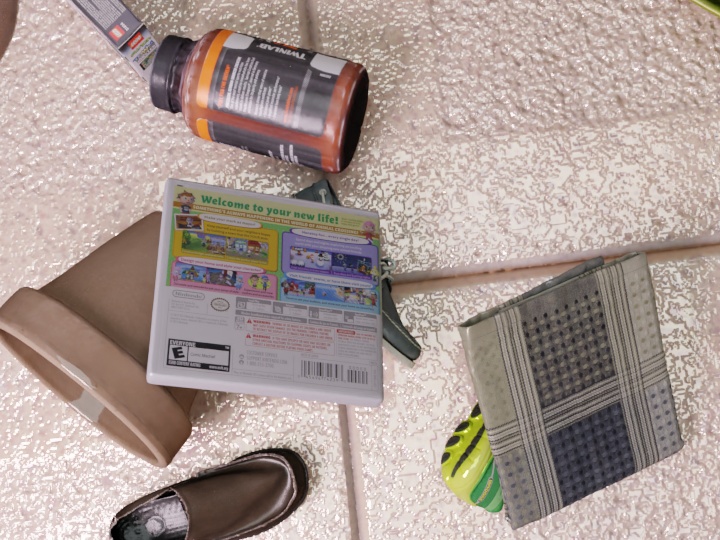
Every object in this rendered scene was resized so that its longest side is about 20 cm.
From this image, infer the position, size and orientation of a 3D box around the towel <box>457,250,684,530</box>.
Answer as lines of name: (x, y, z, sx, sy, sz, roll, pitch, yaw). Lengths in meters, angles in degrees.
towel: (0.184, 0.099, 0.845, 0.190, 0.034, 0.203, -20, 107, -16)

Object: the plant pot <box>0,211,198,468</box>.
plant pot: (-0.200, 0.047, 0.881, 0.199, 0.201, 0.176, 33, 67, 9)

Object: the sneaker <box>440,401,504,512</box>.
sneaker: (0.154, 0.132, 0.889, 0.200, 0.074, 0.084, -47, 114, -10)

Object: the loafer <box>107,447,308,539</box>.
loafer: (-0.140, 0.221, 0.891, 0.197, 0.071, 0.074, -23, 80, 1)

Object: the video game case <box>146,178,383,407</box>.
video game case: (-0.076, 0.018, 0.835, 0.196, 0.022, 0.185, 8, 61, -16)

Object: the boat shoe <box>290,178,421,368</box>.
boat shoe: (0.000, 0.000, 0.913, 0.062, 0.073, 0.201, -39, 75, 2)

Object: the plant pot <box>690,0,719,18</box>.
plant pot: (0.410, -0.302, 0.867, 0.198, 0.182, 0.201, 31, 86, 8)

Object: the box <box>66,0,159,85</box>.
box: (-0.272, -0.274, 0.959, 0.035, 0.110, 0.200, -44, 81, -3)

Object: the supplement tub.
supplement tub: (-0.097, -0.166, 0.929, 0.197, 0.107, 0.109, 15, 83, 6)

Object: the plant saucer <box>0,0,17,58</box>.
plant saucer: (-0.456, -0.274, 1.016, 0.196, 0.032, 0.204, -1, 81, 4)
